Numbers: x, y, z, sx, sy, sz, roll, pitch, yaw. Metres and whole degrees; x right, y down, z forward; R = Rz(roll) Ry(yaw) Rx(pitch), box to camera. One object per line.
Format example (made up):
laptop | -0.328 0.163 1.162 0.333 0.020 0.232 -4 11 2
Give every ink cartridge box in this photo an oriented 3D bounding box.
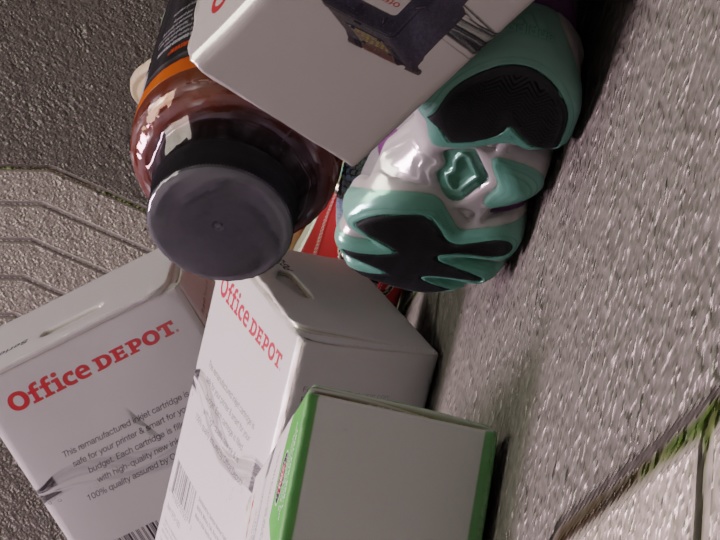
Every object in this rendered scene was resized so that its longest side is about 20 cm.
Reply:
ink cartridge box | -0.039 0.103 1.217 0.145 0.083 0.202 -134 55 -62
ink cartridge box | 0.030 -0.159 0.864 0.200 0.084 0.145 -41 28 36
ink cartridge box | -0.120 0.102 1.379 0.201 0.145 0.084 61 -169 -20
ink cartridge box | -0.009 0.146 0.976 0.200 0.083 0.147 120 160 -74

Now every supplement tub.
supplement tub | -0.056 -0.087 1.132 0.201 0.106 0.107 -80 5 -48

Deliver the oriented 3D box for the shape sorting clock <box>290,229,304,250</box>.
shape sorting clock | -0.037 0.047 1.516 0.200 0.039 0.202 5 -90 -75

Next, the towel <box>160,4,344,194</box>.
towel | -0.021 -0.135 1.244 0.022 0.200 0.147 -7 -50 -51

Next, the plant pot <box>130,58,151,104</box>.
plant pot | -0.082 -0.060 1.787 0.201 0.199 0.185 120 150 -73

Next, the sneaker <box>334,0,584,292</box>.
sneaker | 0.051 -0.085 0.973 0.200 0.077 0.141 127 157 -56

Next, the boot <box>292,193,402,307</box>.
boot | 0.000 0.000 1.310 0.144 0.072 0.202 -110 36 -77

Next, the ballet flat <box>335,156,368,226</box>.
ballet flat | 0.037 -0.069 1.105 0.075 0.074 0.201 -84 6 -49
